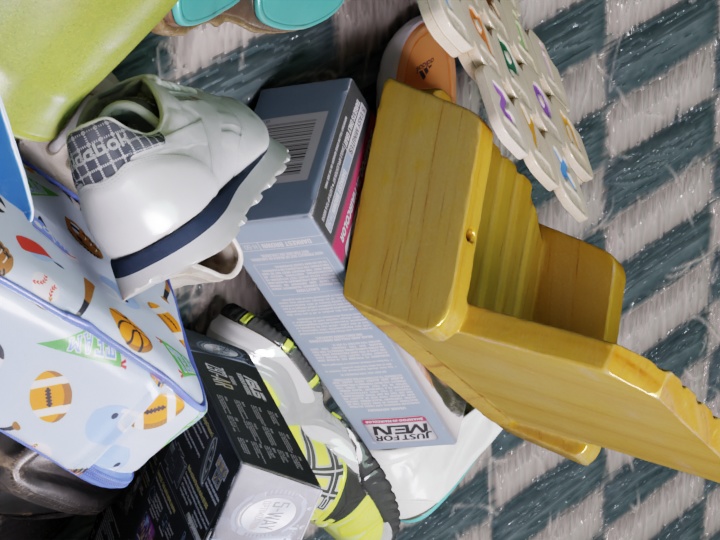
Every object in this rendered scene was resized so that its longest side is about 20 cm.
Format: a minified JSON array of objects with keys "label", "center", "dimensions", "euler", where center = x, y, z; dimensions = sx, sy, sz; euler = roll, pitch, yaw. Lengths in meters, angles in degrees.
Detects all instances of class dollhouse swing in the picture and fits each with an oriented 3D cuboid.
[{"label":"dollhouse swing","center":[0.118,0.006,1.372],"dimensions":[0.200,0.175,0.183],"euler":[40,54,-51]}]

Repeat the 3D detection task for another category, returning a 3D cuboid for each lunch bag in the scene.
[{"label":"lunch bag","center":[-0.158,0.004,1.150],"dimensions":[0.076,0.160,0.200],"euler":[-42,127,12]}]

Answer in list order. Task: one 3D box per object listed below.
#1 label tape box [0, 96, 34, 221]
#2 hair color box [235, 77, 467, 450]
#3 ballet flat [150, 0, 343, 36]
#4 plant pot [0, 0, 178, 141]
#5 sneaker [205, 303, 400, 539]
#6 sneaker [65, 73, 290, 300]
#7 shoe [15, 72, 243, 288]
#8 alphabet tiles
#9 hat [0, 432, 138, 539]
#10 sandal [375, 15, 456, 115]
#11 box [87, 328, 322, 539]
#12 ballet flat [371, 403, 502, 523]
[{"label":"label tape box","center":[-0.224,-0.094,0.996],"dimensions":[0.066,0.200,0.144],"euler":[-37,135,-27]},{"label":"hair color box","center":[0.000,0.000,1.405],"dimensions":[0.200,0.060,0.099],"euler":[58,37,-42]},{"label":"ballet flat","center":[-0.075,-0.149,1.257],"dimensions":[0.200,0.072,0.068],"euler":[-23,125,-62]},{"label":"plant pot","center":[-0.140,-0.167,1.095],"dimensions":[0.200,0.200,0.193],"euler":[20,104,-54]},{"label":"sneaker","center":[-0.046,0.103,1.444],"dimensions":[0.076,0.075,0.200],"euler":[-47,129,-14]},{"label":"sneaker","center":[-0.087,-0.057,1.179],"dimensions":[0.076,0.200,0.081],"euler":[-31,102,11]},{"label":"shoe","center":[-0.122,-0.055,1.264],"dimensions":[0.070,0.053,0.200],"euler":[-58,138,-17]},{"label":"alphabet tiles","center":[0.073,-0.124,1.407],"dimensions":[0.015,0.196,0.200],"euler":[-26,146,17]},{"label":"hat","center":[-0.159,0.080,1.270],"dimensions":[0.200,0.081,0.201],"euler":[-28,129,-41]},{"label":"sandal","center":[0.048,-0.045,1.487],"dimensions":[0.079,0.059,0.207],"euler":[-33,132,-38]},{"label":"box","center":[-0.088,0.135,1.277],"dimensions":[0.043,0.200,0.161],"euler":[19,101,-18]},{"label":"ballet flat","center":[0.071,0.069,1.580],"dimensions":[0.200,0.069,0.070],"euler":[-46,139,-26]}]
